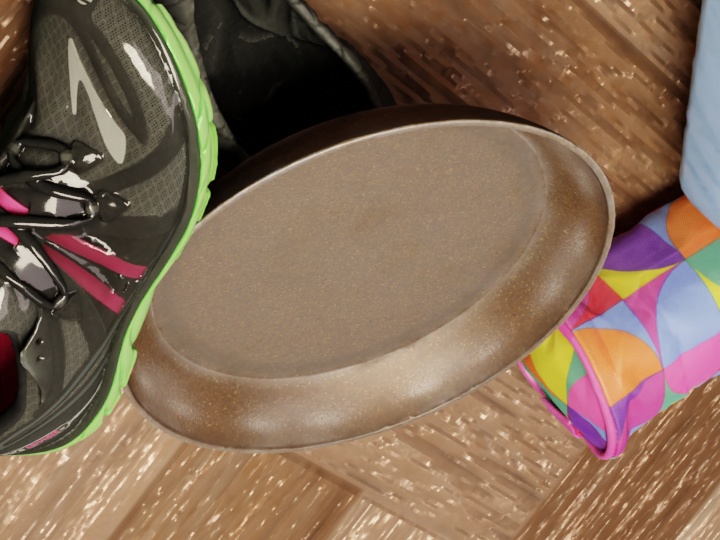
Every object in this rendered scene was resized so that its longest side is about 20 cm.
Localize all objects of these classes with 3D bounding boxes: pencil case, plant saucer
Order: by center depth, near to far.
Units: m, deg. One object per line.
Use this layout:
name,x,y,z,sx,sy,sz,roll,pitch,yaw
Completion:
plant saucer,0.000,0.000,0.891,0.199,0.032,0.201,-15,147,-10
pencil case,0.161,0.004,1.030,0.199,0.088,0.089,-28,134,-19

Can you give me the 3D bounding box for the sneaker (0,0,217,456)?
sneaker,-0.106,-0.011,0.789,0.084,0.077,0.201,-24,138,-49

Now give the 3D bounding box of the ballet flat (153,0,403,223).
ballet flat,-0.033,-0.067,0.835,0.067,0.057,0.200,-47,139,-1

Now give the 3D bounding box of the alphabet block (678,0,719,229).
alphabet block,0.264,-0.081,0.915,0.200,0.196,0.196,-43,160,-16

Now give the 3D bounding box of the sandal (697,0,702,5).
sandal,0.165,-0.173,0.919,0.080,0.054,0.201,-26,135,-22
